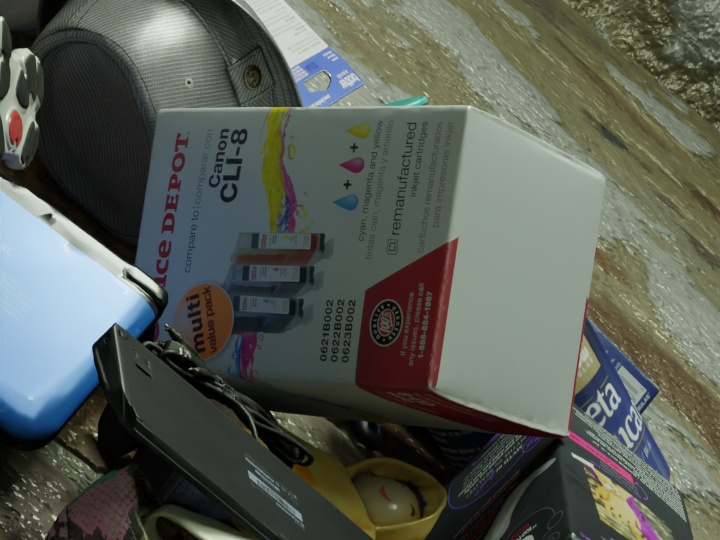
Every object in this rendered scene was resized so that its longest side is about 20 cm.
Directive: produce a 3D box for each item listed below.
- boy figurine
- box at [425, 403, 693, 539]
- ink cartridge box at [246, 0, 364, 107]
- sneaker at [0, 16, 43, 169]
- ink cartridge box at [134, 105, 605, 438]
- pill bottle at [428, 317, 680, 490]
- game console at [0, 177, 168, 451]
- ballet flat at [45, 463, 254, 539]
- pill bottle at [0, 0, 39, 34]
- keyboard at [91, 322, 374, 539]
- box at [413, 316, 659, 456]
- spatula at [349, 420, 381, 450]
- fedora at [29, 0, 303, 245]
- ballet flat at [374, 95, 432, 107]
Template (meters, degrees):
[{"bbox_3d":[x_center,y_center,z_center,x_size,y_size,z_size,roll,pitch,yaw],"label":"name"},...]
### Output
[{"bbox_3d":[-0.033,0.110,1.236,0.200,0.064,0.124,25,20,-39],"label":"boy figurine"},{"bbox_3d":[0.102,0.165,1.301,0.106,0.122,0.200,39,16,-11],"label":"box"},{"bbox_3d":[-0.094,-0.161,1.504,0.200,0.042,0.119,44,23,2],"label":"ink cartridge box"},{"bbox_3d":[-0.217,-0.087,1.273,0.083,0.081,0.200,2,-7,3],"label":"sneaker"},{"bbox_3d":[0.000,0.000,1.300,0.200,0.146,0.145,2,-11,35],"label":"ink cartridge box"},{"bbox_3d":[0.094,0.076,1.435,0.200,0.111,0.111,60,10,-17],"label":"pill bottle"},{"bbox_3d":[-0.201,0.002,1.177,0.200,0.118,0.171,36,46,2],"label":"game console"},{"bbox_3d":[-0.044,0.159,1.056,0.200,0.071,0.069,43,17,2],"label":"ballet flat"},{"bbox_3d":[-0.204,-0.205,1.579,0.112,0.112,0.200,46,15,14],"label":"pill bottle"},{"bbox_3d":[-0.047,0.092,1.120,0.200,0.021,0.127,44,15,-28],"label":"keyboard"},{"bbox_3d":[0.077,0.053,1.503,0.200,0.121,0.032,45,-14,-22],"label":"box"},{"bbox_3d":[-0.019,0.043,1.528,0.056,0.021,0.200,36,16,-35],"label":"spatula"},{"bbox_3d":[-0.124,-0.086,1.424,0.176,0.200,0.090,9,38,29],"label":"fedora"},{"bbox_3d":[-0.035,-0.058,1.499,0.073,0.200,0.073,20,67,-56],"label":"ballet flat"}]
